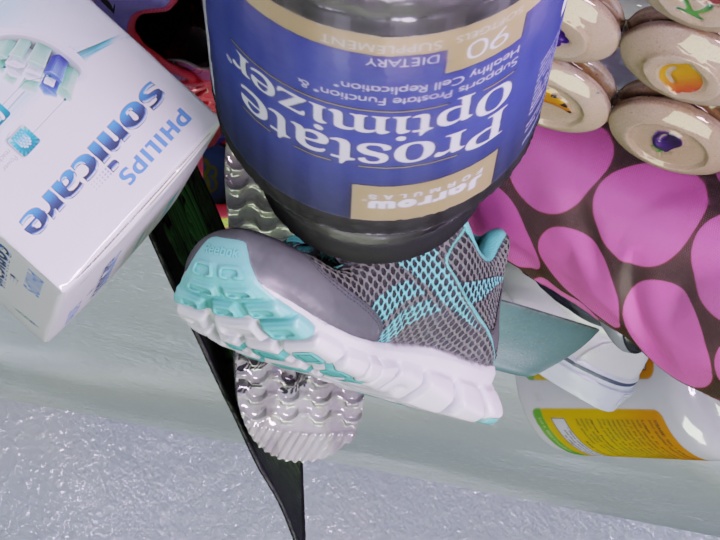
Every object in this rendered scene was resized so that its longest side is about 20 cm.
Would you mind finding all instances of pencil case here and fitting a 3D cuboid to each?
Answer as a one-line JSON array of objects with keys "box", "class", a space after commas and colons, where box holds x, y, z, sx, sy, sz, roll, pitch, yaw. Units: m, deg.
[{"box": [0.120, -0.008, 0.783, 0.200, 0.090, 0.094, 37, 148, 40], "class": "pencil case"}]

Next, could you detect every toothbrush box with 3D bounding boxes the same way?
[{"box": [-0.157, -0.076, 0.674, 0.200, 0.085, 0.146, 43, 165, -2], "class": "toothbrush box"}]

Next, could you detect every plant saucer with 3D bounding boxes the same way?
[{"box": [0.025, 0.019, 0.971, 0.198, 0.036, 0.200, 16, 180, 0], "class": "plant saucer"}]

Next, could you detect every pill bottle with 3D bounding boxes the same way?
[{"box": [0.007, -0.079, 0.574, 0.111, 0.113, 0.200, 10, 158, 3], "class": "pill bottle"}, {"box": [0.201, 0.064, 1.176, 0.110, 0.112, 0.199, 18, 167, -34], "class": "pill bottle"}]

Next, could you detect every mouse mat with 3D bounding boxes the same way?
[{"box": [-0.064, 0.017, 0.888, 0.007, 0.201, 0.161, -21, -155, 7], "class": "mouse mat"}]

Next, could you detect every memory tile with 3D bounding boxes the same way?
[{"box": [0.092, -0.081, 0.658, 0.199, 0.017, 0.154, 19, 158, 10], "class": "memory tile"}]

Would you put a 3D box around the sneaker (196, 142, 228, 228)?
[{"box": [-0.120, -0.061, 0.973, 0.199, 0.079, 0.090, 5, 171, -32], "class": "sneaker"}]

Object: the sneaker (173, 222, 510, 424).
[{"box": [0.000, 0.000, 0.728, 0.077, 0.092, 0.200, 11, 174, 30], "class": "sneaker"}]

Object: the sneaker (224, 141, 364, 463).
[{"box": [-0.029, -0.026, 0.824, 0.069, 0.202, 0.100, 4, -163, -6], "class": "sneaker"}]

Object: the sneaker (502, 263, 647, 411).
[{"box": [0.089, 0.004, 1.117, 0.199, 0.071, 0.073, 30, -164, -4], "class": "sneaker"}]

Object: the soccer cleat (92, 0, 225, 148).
[{"box": [-0.075, -0.090, 0.773, 0.076, 0.067, 0.200, 29, 171, 21], "class": "soccer cleat"}]

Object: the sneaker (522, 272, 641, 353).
[{"box": [0.137, -0.011, 0.978, 0.087, 0.075, 0.200, 29, -170, 15], "class": "sneaker"}]
